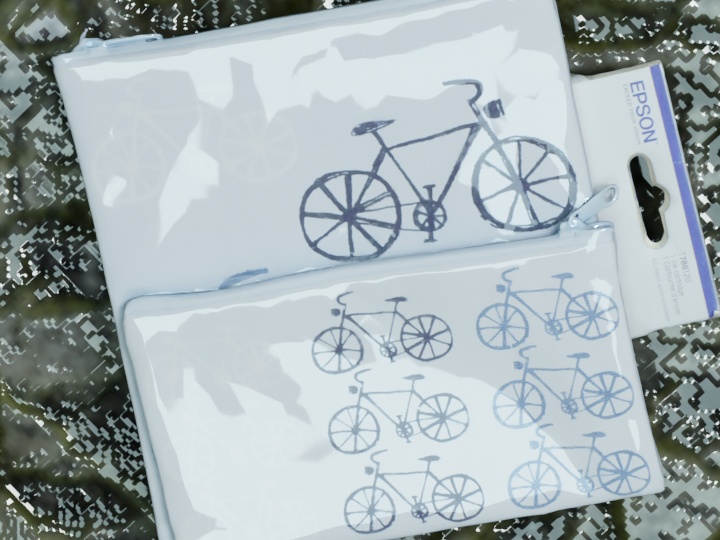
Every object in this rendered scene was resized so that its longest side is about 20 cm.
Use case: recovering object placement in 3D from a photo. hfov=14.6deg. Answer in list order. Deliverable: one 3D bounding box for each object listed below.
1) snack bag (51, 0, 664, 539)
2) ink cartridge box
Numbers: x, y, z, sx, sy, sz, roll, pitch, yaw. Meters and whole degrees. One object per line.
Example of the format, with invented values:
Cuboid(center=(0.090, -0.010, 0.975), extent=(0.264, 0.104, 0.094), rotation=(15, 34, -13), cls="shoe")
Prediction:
Cuboid(center=(0.000, 0.000, 0.994), extent=(0.188, 0.021, 0.201), rotation=(-9, 103, 9), cls="snack bag")
Cuboid(center=(0.024, -0.010, 1.019), extent=(0.199, 0.039, 0.100), rotation=(-12, 102, 10), cls="ink cartridge box")
